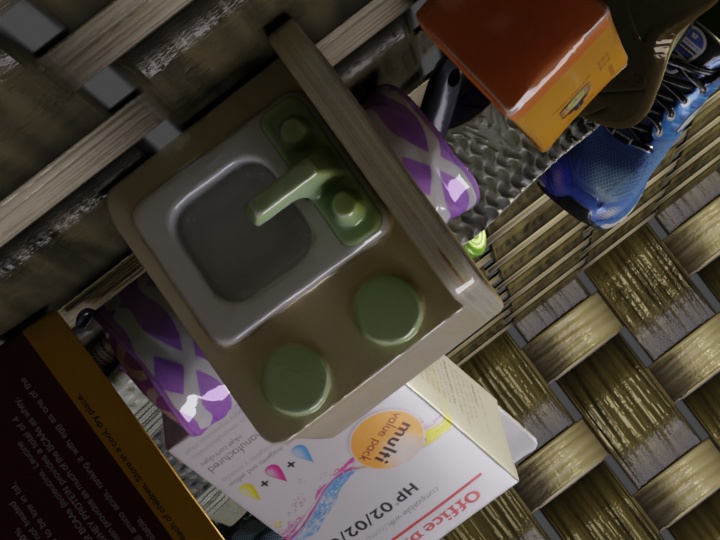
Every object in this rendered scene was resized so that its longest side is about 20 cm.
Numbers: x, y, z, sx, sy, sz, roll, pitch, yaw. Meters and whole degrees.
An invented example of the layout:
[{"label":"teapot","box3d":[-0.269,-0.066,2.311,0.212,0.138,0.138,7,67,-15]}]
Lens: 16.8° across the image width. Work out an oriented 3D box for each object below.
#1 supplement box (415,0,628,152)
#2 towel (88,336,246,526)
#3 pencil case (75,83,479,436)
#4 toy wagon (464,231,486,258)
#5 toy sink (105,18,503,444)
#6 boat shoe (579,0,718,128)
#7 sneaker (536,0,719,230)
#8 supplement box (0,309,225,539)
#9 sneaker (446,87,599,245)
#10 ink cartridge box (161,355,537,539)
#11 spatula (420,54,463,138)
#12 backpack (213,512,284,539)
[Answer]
[{"label":"supplement box","box3d":[0.080,-0.107,1.143,0.067,0.069,0.200,-46,171,4]},{"label":"towel","box3d":[-0.074,0.061,1.345,0.200,0.035,0.192,-44,146,20]},{"label":"pencil case","box3d":[-0.035,-0.004,1.177,0.199,0.084,0.086,-38,178,-5]},{"label":"toy wagon","box3d":[0.000,0.000,1.463,0.154,0.040,0.200,-22,-175,32]},{"label":"toy sink","box3d":[-0.024,-0.008,1.029,0.112,0.131,0.200,-37,174,2]},{"label":"boat shoe","box3d":[0.150,-0.154,1.240,0.201,0.071,0.066,110,2,-55]},{"label":"sneaker","box3d":[0.167,-0.112,1.428,0.201,0.078,0.089,-59,-176,-28]},{"label":"supplement box","box3d":[-0.173,0.167,1.136,0.199,0.198,0.133,-35,173,-21]},{"label":"sneaker","box3d":[0.066,-0.064,1.373,0.199,0.070,0.100,-34,-178,-3]},{"label":"ink cartridge box","box3d":[0.002,0.092,1.287,0.115,0.200,0.068,-37,-144,18]},{"label":"spatula","box3d":[0.018,-0.027,1.277,0.056,0.021,0.201,-11,133,-45]},{"label":"backpack","box3d":[-0.053,0.192,2.134,0.199,0.148,0.183,-33,172,-6]}]
